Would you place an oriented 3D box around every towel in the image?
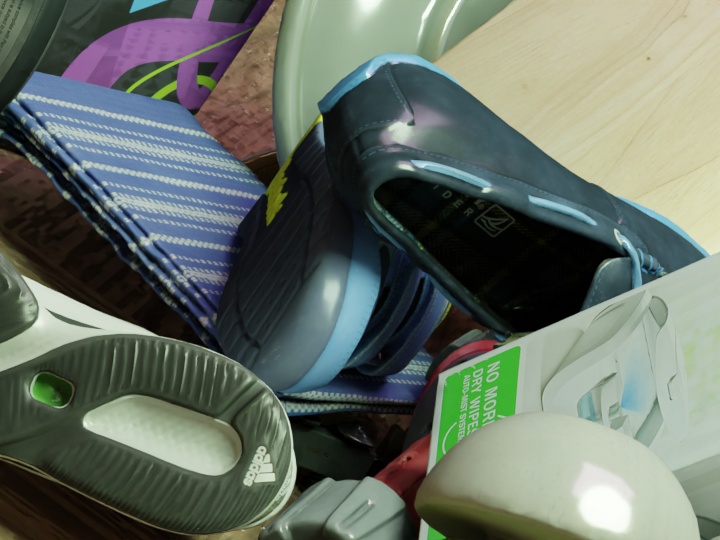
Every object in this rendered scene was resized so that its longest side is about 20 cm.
[{"bbox_3d":[-0.056,-0.008,1.015,0.200,0.024,0.145,45,19,26],"label":"towel"}]

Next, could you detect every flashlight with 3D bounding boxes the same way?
[{"bbox_3d":[0.025,0.073,0.907,0.200,0.068,0.068,-31,105,-62],"label":"flashlight"}]

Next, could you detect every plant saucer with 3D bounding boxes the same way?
[{"bbox_3d":[0.045,-0.087,1.115,0.050,0.201,0.200,16,3,38],"label":"plant saucer"}]

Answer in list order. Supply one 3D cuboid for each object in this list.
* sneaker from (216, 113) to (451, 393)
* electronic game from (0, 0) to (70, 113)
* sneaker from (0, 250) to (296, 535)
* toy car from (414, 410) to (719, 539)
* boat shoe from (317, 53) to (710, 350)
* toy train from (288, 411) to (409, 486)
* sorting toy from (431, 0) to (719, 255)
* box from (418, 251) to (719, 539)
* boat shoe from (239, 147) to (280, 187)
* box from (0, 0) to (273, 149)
[{"bbox_3d":[0.000,0.000,0.942,0.082,0.074,0.200,37,17,-9],"label":"sneaker"},{"bbox_3d":[-0.156,-0.147,0.997,0.042,0.200,0.200,10,30,-37],"label":"electronic game"},{"bbox_3d":[-0.112,0.039,0.858,0.200,0.076,0.115,25,-9,9],"label":"sneaker"},{"bbox_3d":[0.055,0.145,0.750,0.200,0.175,0.150,26,-15,-23],"label":"toy car"},{"bbox_3d":[0.060,0.008,0.883,0.200,0.084,0.069,29,30,-26],"label":"boat shoe"},{"bbox_3d":[-0.021,0.063,0.981,0.200,0.034,0.046,21,12,-34],"label":"toy train"},{"bbox_3d":[0.143,-0.038,1.027,0.199,0.200,0.070,47,-20,13],"label":"sorting toy"},{"bbox_3d":[0.147,0.093,0.848,0.200,0.176,0.097,49,32,-31],"label":"box"},{"bbox_3d":[-0.003,-0.022,1.182,0.200,0.071,0.069,2,3,-43],"label":"boat shoe"},{"bbox_3d":[-0.097,-0.135,1.071,0.143,0.200,0.036,19,24,-39],"label":"box"}]
